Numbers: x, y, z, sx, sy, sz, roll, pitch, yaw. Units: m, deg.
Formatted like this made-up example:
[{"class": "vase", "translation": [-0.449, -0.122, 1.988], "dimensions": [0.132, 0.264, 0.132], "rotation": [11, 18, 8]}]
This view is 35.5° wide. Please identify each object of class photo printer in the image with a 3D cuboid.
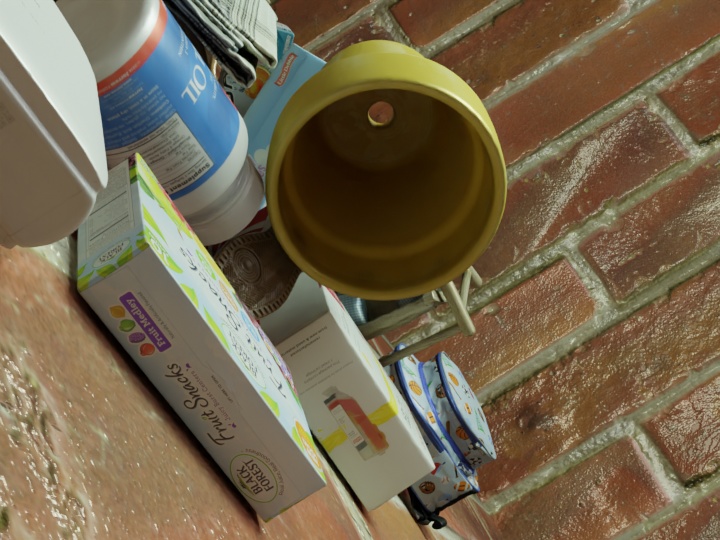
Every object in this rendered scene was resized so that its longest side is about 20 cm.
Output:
[{"class": "photo printer", "translation": [-0.196, -0.121, 0.560], "dimensions": [0.167, 0.069, 0.200], "rotation": [57, 3, -31]}]

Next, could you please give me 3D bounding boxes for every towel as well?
[{"class": "towel", "translation": [-0.141, -0.258, 0.961], "dimensions": [0.193, 0.034, 0.201], "rotation": [46, 19, -21]}]

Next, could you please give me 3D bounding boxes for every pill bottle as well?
[{"class": "pill bottle", "translation": [-0.152, -0.111, 0.840], "dimensions": [0.200, 0.112, 0.113], "rotation": [56, 3, -47]}]

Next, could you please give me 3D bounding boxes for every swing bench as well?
[{"class": "swing bench", "translation": [0.000, 0.000, 1.235], "dimensions": [0.201, 0.197, 0.130], "rotation": [57, 21, -17]}]

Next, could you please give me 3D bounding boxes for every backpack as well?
[{"class": "backpack", "translation": [0.076, 0.193, 1.448], "dimensions": [0.191, 0.154, 0.201], "rotation": [45, 12, -29]}]

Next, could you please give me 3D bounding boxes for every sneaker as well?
[{"class": "sneaker", "translation": [-0.112, 0.002, 0.984], "dimensions": [0.072, 0.112, 0.200], "rotation": [60, 32, -13]}]

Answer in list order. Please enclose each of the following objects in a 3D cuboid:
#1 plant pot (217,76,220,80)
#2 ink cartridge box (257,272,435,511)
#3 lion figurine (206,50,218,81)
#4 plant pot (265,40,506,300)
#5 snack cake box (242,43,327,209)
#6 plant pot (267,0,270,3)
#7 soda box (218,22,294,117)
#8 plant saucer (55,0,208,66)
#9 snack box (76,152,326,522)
[{"class": "plant pot", "translation": [-0.112, -0.146, 1.415], "dimensions": [0.201, 0.198, 0.180], "rotation": [57, 18, -27]}, {"class": "ink cartridge box", "translation": [-0.019, 0.113, 1.114], "dimensions": [0.201, 0.083, 0.145], "rotation": [58, 2, -19]}, {"class": "lion figurine", "translation": [-0.193, -0.255, 1.226], "dimensions": [0.199, 0.123, 0.073], "rotation": [20, -18, 34]}, {"class": "plant pot", "translation": [0.019, -0.108, 0.983], "dimensions": [0.202, 0.199, 0.190], "rotation": [57, 16, -27]}, {"class": "snack cake box", "translation": [-0.086, -0.116, 1.155], "dimensions": [0.067, 0.201, 0.115], "rotation": [31, -4, 13]}, {"class": "plant pot", "translation": [-0.239, -0.369, 1.389], "dimensions": [0.202, 0.182, 0.200], "rotation": [58, 3, -4]}, {"class": "soda box", "translation": [-0.129, -0.173, 1.226], "dimensions": [0.063, 0.202, 0.068], "rotation": [11, 16, -15]}, {"class": "plant saucer", "translation": [-0.198, -0.218, 0.983], "dimensions": [0.199, 0.035, 0.201], "rotation": [37, -18, 14]}, {"class": "snack box", "translation": [-0.101, 0.041, 0.706], "dimensions": [0.201, 0.053, 0.143], "rotation": [57, 4, -29]}]
